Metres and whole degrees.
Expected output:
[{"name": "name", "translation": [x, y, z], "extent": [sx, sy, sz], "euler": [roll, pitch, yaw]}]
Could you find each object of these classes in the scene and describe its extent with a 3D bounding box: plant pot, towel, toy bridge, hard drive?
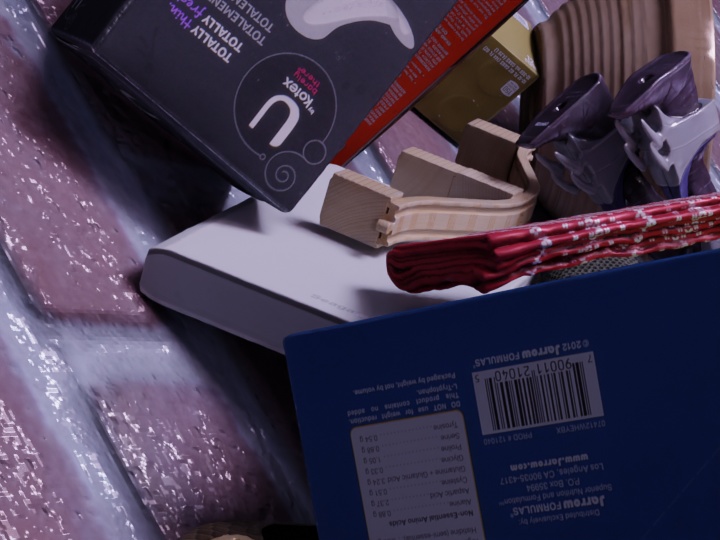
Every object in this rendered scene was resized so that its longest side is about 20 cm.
[{"name": "plant pot", "translation": [0.145, -0.092, 1.408], "extent": [0.092, 0.202, 0.201], "euler": [2, 36, -4]}, {"name": "towel", "translation": [0.119, -0.017, 0.980], "extent": [0.145, 0.199, 0.023], "euler": [178, -97, -75]}, {"name": "toy bridge", "translation": [0.048, -0.037, 1.148], "extent": [0.067, 0.027, 0.200], "euler": [23, 19, 17]}, {"name": "hard drive", "translation": [0.000, 0.000, 1.088], "extent": [0.131, 0.026, 0.200], "euler": [21, 19, 15]}]

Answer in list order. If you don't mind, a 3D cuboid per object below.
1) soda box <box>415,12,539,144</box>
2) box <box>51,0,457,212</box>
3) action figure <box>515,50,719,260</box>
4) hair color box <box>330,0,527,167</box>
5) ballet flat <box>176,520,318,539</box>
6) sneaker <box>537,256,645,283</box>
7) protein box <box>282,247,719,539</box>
[{"name": "soda box", "translation": [0.009, -0.164, 1.361], "extent": [0.200, 0.068, 0.064], "euler": [38, 27, -24]}, {"name": "box", "translation": [-0.028, -0.145, 1.086], "extent": [0.122, 0.200, 0.106], "euler": [40, -4, -20]}, {"name": "action figure", "translation": [0.163, -0.008, 1.165], "extent": [0.069, 0.130, 0.200], "euler": [-49, 116, -32]}, {"name": "hair color box", "translation": [0.044, -0.140, 1.224], "extent": [0.061, 0.200, 0.102], "euler": [49, 24, -1]}, {"name": "ballet flat", "translation": [-0.004, 0.124, 0.947], "extent": [0.200, 0.046, 0.068], "euler": [14, 41, -52]}, {"name": "sneaker", "translation": [0.117, 0.023, 1.047], "extent": [0.076, 0.115, 0.200], "euler": [0, 35, 1]}, {"name": "protein box", "translation": [0.101, 0.102, 0.889], "extent": [0.135, 0.198, 0.201], "euler": [-7, 86, -56]}]
